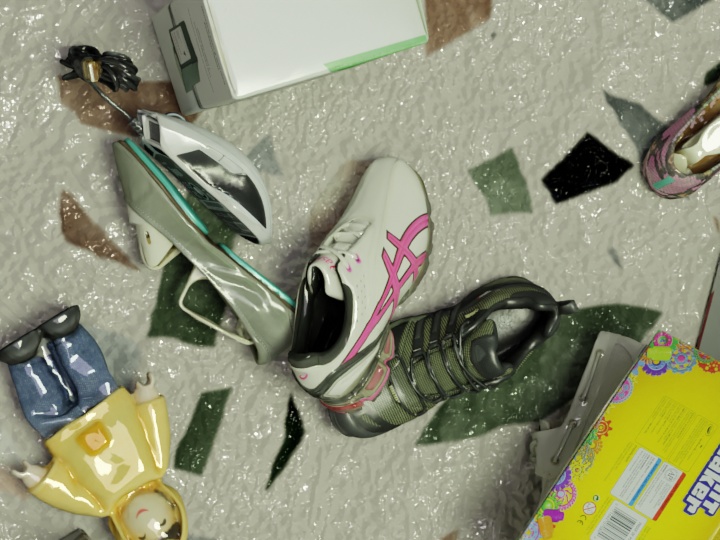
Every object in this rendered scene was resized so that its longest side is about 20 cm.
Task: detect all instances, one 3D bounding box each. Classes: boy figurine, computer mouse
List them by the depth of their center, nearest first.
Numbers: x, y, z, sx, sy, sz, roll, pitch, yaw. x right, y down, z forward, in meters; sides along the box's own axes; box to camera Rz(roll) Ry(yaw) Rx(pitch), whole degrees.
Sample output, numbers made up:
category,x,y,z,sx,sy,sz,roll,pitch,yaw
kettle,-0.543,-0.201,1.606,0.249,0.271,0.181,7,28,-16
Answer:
category,x,y,z,sx,sy,sz,roll,pitch,yaw
boy figurine,-0.192,0.130,1.211,0.124,0.064,0.201,-29,94,-16
computer mouse,-0.130,-0.096,1.219,0.200,0.110,0.044,43,78,-20

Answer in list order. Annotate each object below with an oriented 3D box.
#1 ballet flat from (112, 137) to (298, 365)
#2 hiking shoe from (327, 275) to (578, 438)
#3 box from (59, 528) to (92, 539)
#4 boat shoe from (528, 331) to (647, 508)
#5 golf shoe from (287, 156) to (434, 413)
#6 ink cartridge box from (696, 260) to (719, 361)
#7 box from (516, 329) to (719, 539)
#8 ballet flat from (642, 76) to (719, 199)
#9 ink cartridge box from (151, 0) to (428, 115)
category,x,y,z,sx,sy,sz,roll,pitch,yaw
ballet flat,-0.125,-0.009,1.229,0.064,0.067,0.200,-45,100,-2
hiking shoe,0.066,0.062,1.260,0.199,0.101,0.076,-31,97,-13
box,-0.257,0.260,1.142,0.199,0.158,0.048,-31,99,-13
boat shoe,0.168,0.142,1.311,0.070,0.071,0.201,26,94,19
golf shoe,0.000,0.000,1.231,0.072,0.092,0.201,4,68,28
ink cartridge box,0.396,0.049,1.327,0.199,0.145,0.146,17,84,-14
box,0.235,0.185,1.245,0.122,0.193,0.200,30,80,30
ballet flat,0.311,-0.132,1.344,0.200,0.071,0.069,-43,99,-12
ink cartridge box,-0.055,-0.173,1.181,0.145,0.200,0.084,-18,97,-14
